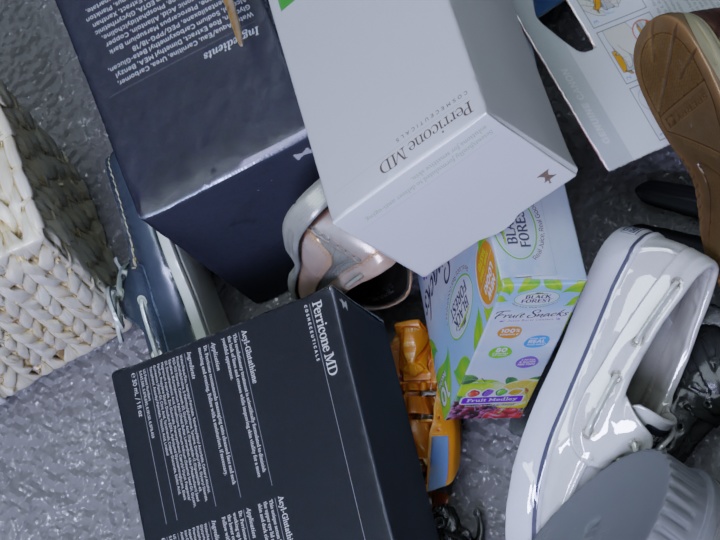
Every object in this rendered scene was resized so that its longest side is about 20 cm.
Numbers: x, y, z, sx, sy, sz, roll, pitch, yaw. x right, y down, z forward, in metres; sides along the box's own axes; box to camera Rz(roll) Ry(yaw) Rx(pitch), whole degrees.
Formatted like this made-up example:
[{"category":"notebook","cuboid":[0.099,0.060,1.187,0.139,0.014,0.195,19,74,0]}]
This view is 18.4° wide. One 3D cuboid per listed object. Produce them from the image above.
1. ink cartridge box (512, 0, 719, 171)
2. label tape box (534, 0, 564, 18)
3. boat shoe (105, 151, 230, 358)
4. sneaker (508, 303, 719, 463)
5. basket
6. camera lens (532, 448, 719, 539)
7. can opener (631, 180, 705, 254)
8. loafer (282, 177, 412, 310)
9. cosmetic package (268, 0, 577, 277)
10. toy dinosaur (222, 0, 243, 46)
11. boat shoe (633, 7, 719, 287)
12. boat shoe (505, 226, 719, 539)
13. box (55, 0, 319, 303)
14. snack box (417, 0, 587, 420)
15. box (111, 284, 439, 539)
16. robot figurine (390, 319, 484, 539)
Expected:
[{"category":"ink cartridge box","cuboid":[0.157,-0.160,1.271,0.173,0.044,0.200,-24,76,-22]},{"category":"label tape box","cuboid":[0.052,-0.219,1.364,0.143,0.066,0.200,-35,74,5]},{"category":"boat shoe","cuboid":[-0.115,0.021,1.318,0.062,0.075,0.200,-20,100,14]},{"category":"sneaker","cuboid":[0.190,0.070,1.245,0.200,0.060,0.104,14,84,20]},{"category":"basket","cuboid":[-0.229,-0.017,1.320,0.123,0.200,0.136,-24,69,4]},{"category":"camera lens","cuboid":[0.180,0.207,1.120,0.200,0.160,0.160,40,88,-11]},{"category":"can opener","cuboid":[0.242,-0.010,1.250,0.200,0.079,0.063,24,91,30]},{"category":"loafer","cuboid":[0.000,0.000,1.247,0.072,0.200,0.063,-44,76,-5]},{"category":"cosmetic package","cuboid":[0.026,-0.112,1.165,0.108,0.085,0.200,-36,49,23]},{"category":"toy dinosaur","cuboid":[-0.132,-0.189,1.211,0.200,0.060,0.106,11,103,26]},{"category":"boat shoe","cuboid":[0.218,-0.051,1.193,0.072,0.072,0.200,-39,72,52]},{"category":"boat shoe","cuboid":[0.139,0.078,1.194,0.066,0.072,0.200,20,87,35]},{"category":"box","cuboid":[-0.078,-0.111,1.299,0.117,0.197,0.200,-27,69,9]},{"category":"snack box","cuboid":[0.068,-0.037,1.240,0.053,0.142,0.200,-2,57,-12]},{"category":"box","cuboid":[-0.039,0.130,1.192,0.141,0.079,0.200,-22,66,20]},{"category":"robot figurine","cuboid":[-0.001,0.131,1.281,0.145,0.058,0.200,-4,73,18]}]
